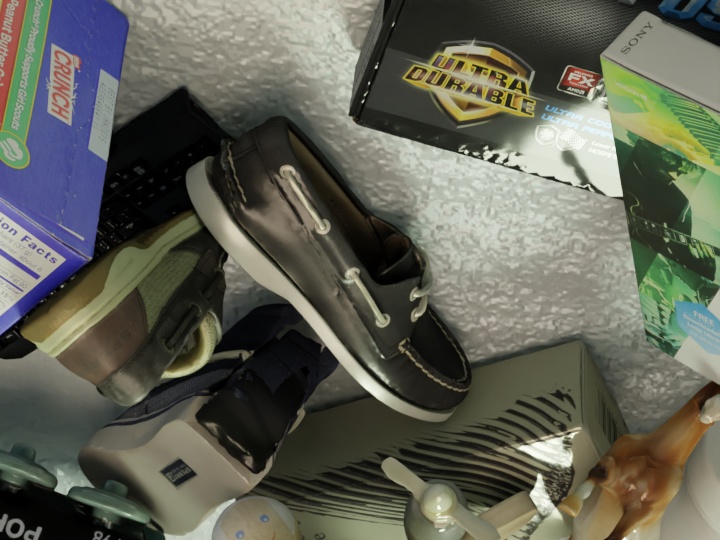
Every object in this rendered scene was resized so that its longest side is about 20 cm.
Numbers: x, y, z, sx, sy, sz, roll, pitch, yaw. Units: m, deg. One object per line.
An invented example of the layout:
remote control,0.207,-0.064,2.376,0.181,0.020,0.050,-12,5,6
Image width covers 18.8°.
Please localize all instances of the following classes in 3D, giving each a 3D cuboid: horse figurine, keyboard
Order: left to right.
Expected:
keyboard,-0.145,-0.016,1.085,0.200,0.040,0.104,-32,121,27
horse figurine,0.120,0.138,1.065,0.050,0.133,0.200,30,131,18

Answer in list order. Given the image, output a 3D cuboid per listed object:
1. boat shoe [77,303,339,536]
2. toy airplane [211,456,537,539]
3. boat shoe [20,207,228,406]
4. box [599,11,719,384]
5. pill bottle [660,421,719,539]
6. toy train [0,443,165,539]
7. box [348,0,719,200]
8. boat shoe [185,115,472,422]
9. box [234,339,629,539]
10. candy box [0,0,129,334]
boat shoe,-0.076,0.078,1.140,0.075,0.093,0.200,46,153,-12
toy airplane,-0.027,0.174,1.078,0.199,0.200,0.141,-27,93,37
boat shoe,-0.096,0.020,0.989,0.072,0.201,0.066,-35,92,13
box,0.179,-0.008,0.945,0.144,0.036,0.200,30,152,34
pill bottle,0.181,0.171,1.162,0.113,0.113,0.200,17,130,-8
toy train,-0.195,0.138,1.168,0.200,0.085,0.114,20,167,-2
box,0.117,-0.125,0.961,0.200,0.050,0.199,16,131,-9
boat shoe,0.000,0.000,1.065,0.060,0.074,0.200,-34,120,19
box,0.039,0.108,1.152,0.200,0.068,0.082,-18,128,19
candy box,-0.200,-0.028,0.995,0.077,0.169,0.200,36,124,-27
